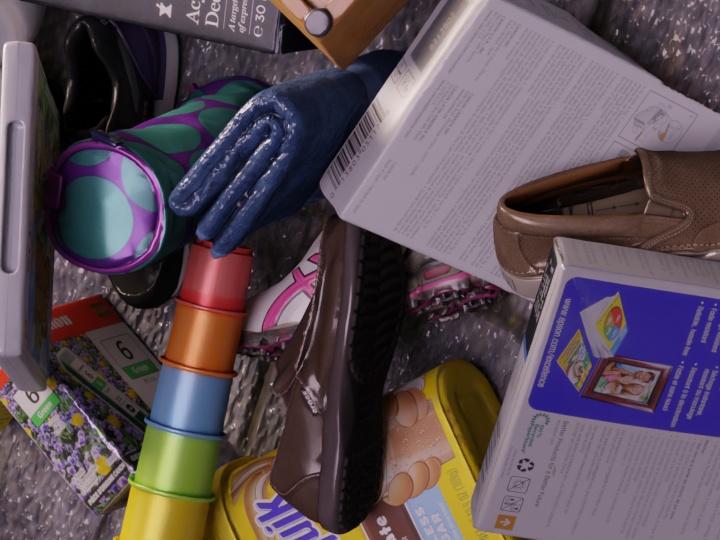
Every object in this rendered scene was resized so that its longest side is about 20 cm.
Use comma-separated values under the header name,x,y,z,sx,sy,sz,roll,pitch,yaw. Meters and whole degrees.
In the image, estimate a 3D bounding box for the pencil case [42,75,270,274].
name,x,y,z,sx,sy,sz,roll,pitch,yaw
pencil case,-0.116,-0.063,1.580,0.092,0.200,0.085,30,115,15

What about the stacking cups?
name,x,y,z,sx,sy,sz,roll,pitch,yaw
stacking cups,-0.110,0.079,1.598,0.060,0.060,0.201,11,93,26

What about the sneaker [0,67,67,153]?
name,x,y,z,sx,sy,sz,roll,pitch,yaw
sneaker,-0.247,-0.058,1.726,0.200,0.111,0.073,111,158,-49

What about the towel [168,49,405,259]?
name,x,y,z,sx,sy,sz,roll,pitch,yaw
towel,-0.031,-0.075,1.530,0.049,0.200,0.112,45,115,9

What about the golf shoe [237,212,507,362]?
name,x,y,z,sx,sy,sz,roll,pitch,yaw
golf shoe,0.000,0.000,1.607,0.199,0.073,0.093,-20,73,24

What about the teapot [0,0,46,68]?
name,x,y,z,sx,sy,sz,roll,pitch,yaw
teapot,-0.295,-0.222,1.684,0.199,0.198,0.147,6,61,-4

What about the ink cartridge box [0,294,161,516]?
name,x,y,z,sx,sy,sz,roll,pitch,yaw
ink cartridge box,-0.193,0.063,1.693,0.200,0.109,0.050,49,117,13

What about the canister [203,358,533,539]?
name,x,y,z,sx,sy,sz,roll,pitch,yaw
canister,0.009,0.158,1.614,0.199,0.086,0.149,-28,84,27

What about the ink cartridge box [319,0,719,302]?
name,x,y,z,sx,sy,sz,roll,pitch,yaw
ink cartridge box,0.101,-0.068,1.497,0.163,0.199,0.057,-55,35,20

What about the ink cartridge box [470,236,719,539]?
name,x,y,z,sx,sy,sz,roll,pitch,yaw
ink cartridge box,0.183,0.083,1.478,0.199,0.043,0.199,11,123,-8

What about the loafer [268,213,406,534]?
name,x,y,z,sx,sy,sz,roll,pitch,yaw
loafer,-0.024,0.056,1.534,0.071,0.073,0.201,11,97,25

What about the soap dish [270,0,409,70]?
name,x,y,z,sx,sy,sz,roll,pitch,yaw
soap dish,-0.033,-0.237,1.458,0.200,0.081,0.157,44,107,0

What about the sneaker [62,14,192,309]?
name,x,y,z,sx,sy,sz,roll,pitch,yaw
sneaker,-0.165,-0.071,1.668,0.075,0.087,0.201,-1,97,28

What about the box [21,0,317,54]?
name,x,y,z,sx,sy,sz,roll,pitch,yaw
box,-0.101,-0.228,1.598,0.199,0.107,0.149,14,105,27

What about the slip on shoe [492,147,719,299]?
name,x,y,z,sx,sy,sz,roll,pitch,yaw
slip on shoe,0.172,-0.041,1.460,0.199,0.076,0.061,-13,132,5

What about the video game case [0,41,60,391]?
name,x,y,z,sx,sy,sz,roll,pitch,yaw
video game case,-0.202,-0.027,1.548,0.022,0.200,0.183,2,81,-3

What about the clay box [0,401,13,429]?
name,x,y,z,sx,sy,sz,roll,pitch,yaw
clay box,-0.314,0.061,1.705,0.115,0.200,0.048,43,105,15
